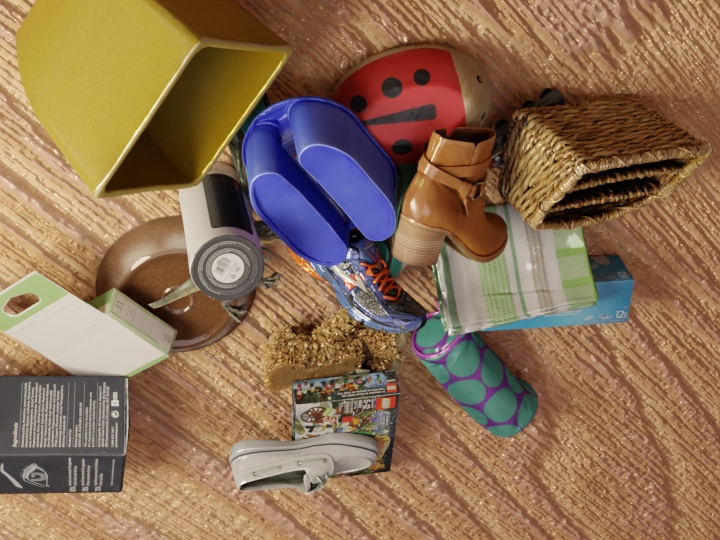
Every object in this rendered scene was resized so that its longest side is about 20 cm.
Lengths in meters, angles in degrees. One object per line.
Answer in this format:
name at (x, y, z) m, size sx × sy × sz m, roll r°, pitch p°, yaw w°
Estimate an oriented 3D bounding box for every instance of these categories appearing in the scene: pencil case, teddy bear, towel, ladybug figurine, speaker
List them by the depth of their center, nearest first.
speaker at (-0.158, -0.048, 1.375) m, size 0.081 × 0.200 × 0.082 m, roll -5°, pitch 118°, yaw -9°
ladybug figurine at (0.055, -0.183, 1.394) m, size 0.198 × 0.072 × 0.137 m, roll -14°, pitch 110°, yaw -1°
towel at (0.187, -0.010, 1.520) m, size 0.198 × 0.031 × 0.150 m, roll -11°, pitch 86°, yaw -7°
teddy bear at (-0.032, 0.104, 1.587) m, size 0.198 × 0.067 × 0.145 m, roll -13°, pitch 142°, yaw -3°
pencil case at (0.152, 0.133, 1.624) m, size 0.085 × 0.093 × 0.200 m, roll -9°, pitch 136°, yaw 39°

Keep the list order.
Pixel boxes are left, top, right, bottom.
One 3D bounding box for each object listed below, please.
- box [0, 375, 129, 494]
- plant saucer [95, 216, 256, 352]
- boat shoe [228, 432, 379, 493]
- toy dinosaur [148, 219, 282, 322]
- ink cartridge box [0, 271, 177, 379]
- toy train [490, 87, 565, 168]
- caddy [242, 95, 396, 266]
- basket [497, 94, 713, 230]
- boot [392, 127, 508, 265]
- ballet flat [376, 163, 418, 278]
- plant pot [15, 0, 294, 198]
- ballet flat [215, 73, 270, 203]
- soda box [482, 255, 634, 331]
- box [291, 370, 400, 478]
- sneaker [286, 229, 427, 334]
box at (-0.389, 0.205, 1.519) m, size 0.198 × 0.105 × 0.148 m, roll 3°, pitch 151°, yaw -13°
plant saucer at (-0.225, 0.028, 1.511) m, size 0.199 × 0.037 × 0.202 m, roll -5°, pitch 123°, yaw -8°
boat shoe at (-0.070, 0.259, 1.596) m, size 0.198 × 0.067 × 0.074 m, roll -3°, pitch 142°, yaw -10°
toy dinosaur at (-0.150, 0.008, 1.467) m, size 0.199 × 0.048 × 0.088 m, roll -35°, pitch 123°, yaw 18°
ink cartridge box at (-0.341, 0.062, 1.469) m, size 0.145 × 0.048 × 0.200 m, roll -26°, pitch 128°, yaw 37°
toy train at (0.159, -0.147, 1.450) m, size 0.199 × 0.034 × 0.046 m, roll -34°, pitch 141°, yaw -7°
caddy at (-0.043, -0.102, 1.360) m, size 0.141 × 0.105 × 0.200 m, roll -27°, pitch 130°, yaw 20°
basket at (0.278, -0.105, 1.427) m, size 0.199 × 0.149 × 0.144 m, roll -10°, pitch 126°, yaw -27°
boot at (0.125, -0.089, 1.397) m, size 0.199 × 0.073 × 0.156 m, roll -13°, pitch 126°, yaw -51°
ballet flat at (0.045, -0.046, 1.501) m, size 0.070 × 0.067 × 0.201 m, roll -5°, pitch 127°, yaw -29°
plant pot at (-0.227, -0.216, 1.244) m, size 0.200 × 0.195 × 0.195 m, roll 45°, pitch 112°, yaw 13°
ballet flat at (-0.123, -0.154, 1.394) m, size 0.074 × 0.074 × 0.201 m, roll -14°, pitch 125°, yaw -2°
soda box at (0.246, 0.028, 1.587) m, size 0.198 × 0.064 × 0.068 m, roll -3°, pitch 123°, yaw -9°
box at (-0.023, 0.210, 1.632) m, size 0.135 × 0.038 × 0.201 m, roll -5°, pitch 142°, yaw -7°
sneaker at (0.000, 0.000, 1.457) m, size 0.200 × 0.075 × 0.079 m, roll 39°, pitch 123°, yaw 11°
